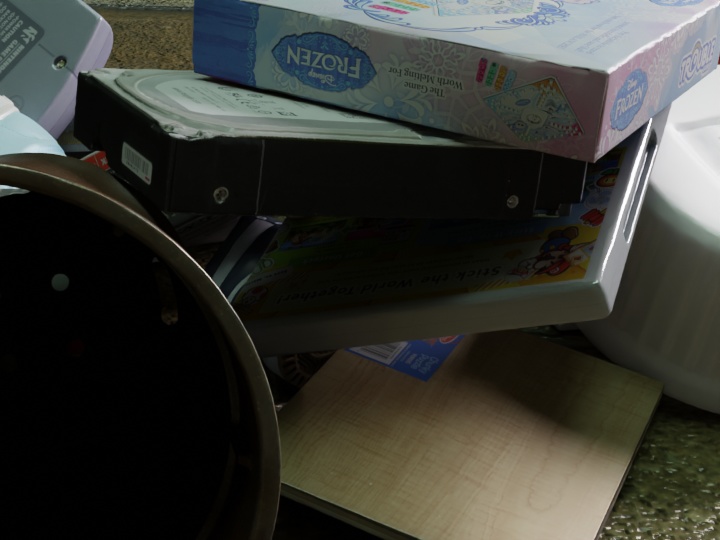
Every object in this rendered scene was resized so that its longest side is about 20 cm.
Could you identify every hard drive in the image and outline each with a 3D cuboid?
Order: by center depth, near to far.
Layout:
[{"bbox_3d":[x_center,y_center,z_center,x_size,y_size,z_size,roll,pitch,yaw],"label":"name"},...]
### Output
[{"bbox_3d":[-0.016,-0.059,0.655,0.198,0.038,0.140,1,17,-27],"label":"hard drive"}]

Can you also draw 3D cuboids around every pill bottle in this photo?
[{"bbox_3d":[-0.206,0.017,0.698,0.198,0.115,0.114,0,21,-6],"label":"pill bottle"}]

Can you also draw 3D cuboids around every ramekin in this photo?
[{"bbox_3d":[0.210,-0.024,0.785,0.199,0.098,0.201,6,42,-5],"label":"ramekin"}]

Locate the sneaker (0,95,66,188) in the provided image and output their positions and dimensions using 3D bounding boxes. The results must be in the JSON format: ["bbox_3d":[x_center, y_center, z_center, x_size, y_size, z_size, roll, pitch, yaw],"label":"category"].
[{"bbox_3d":[-0.232,-0.021,0.825,0.082,0.074,0.201,32,53,-1],"label":"sneaker"}]

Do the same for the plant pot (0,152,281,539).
[{"bbox_3d":[-0.133,0.042,0.551,0.198,0.202,0.198,0,13,-6],"label":"plant pot"}]

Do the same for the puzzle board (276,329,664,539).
[{"bbox_3d":[0.050,0.075,0.673,0.150,0.018,0.200,20,27,15],"label":"puzzle board"}]

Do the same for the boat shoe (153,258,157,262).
[{"bbox_3d":[-0.157,-0.021,0.879,0.073,0.061,0.200,4,20,12],"label":"boat shoe"}]

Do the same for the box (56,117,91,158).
[{"bbox_3d":[-0.187,-0.104,1.028,0.198,0.049,0.158,-1,3,9],"label":"box"}]

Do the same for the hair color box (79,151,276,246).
[{"bbox_3d":[-0.081,-0.059,0.870,0.101,0.062,0.200,-24,-1,13],"label":"hair color box"}]

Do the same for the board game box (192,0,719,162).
[{"bbox_3d":[0.055,-0.114,0.697,0.198,0.044,0.200,14,24,24],"label":"board game box"}]

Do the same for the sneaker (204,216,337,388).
[{"bbox_3d":[0.000,0.000,0.831,0.199,0.071,0.108,-19,31,-38],"label":"sneaker"}]

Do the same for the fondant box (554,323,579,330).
[{"bbox_3d":[0.190,-0.021,0.927,0.198,0.059,0.144,-5,22,-16],"label":"fondant box"}]

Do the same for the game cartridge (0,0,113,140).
[{"bbox_3d":[-0.260,-0.111,0.939,0.133,0.200,0.041,39,-8,23],"label":"game cartridge"}]

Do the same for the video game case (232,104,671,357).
[{"bbox_3d":[0.046,-0.028,0.724,0.199,0.023,0.182,-8,33,28],"label":"video game case"}]
